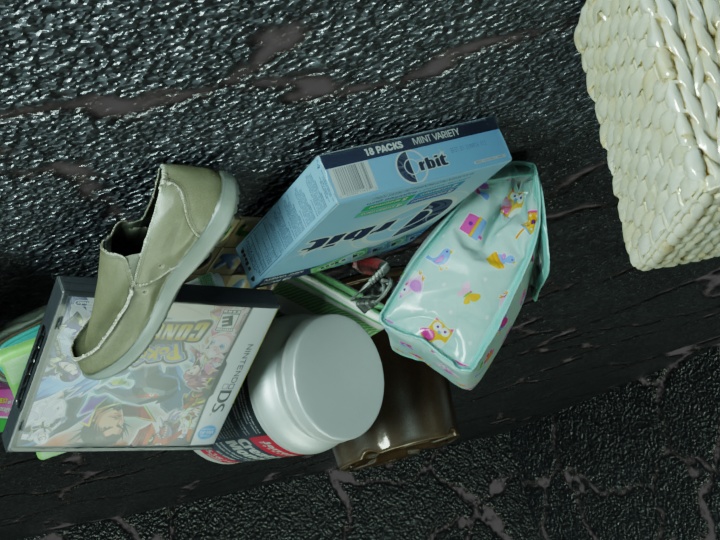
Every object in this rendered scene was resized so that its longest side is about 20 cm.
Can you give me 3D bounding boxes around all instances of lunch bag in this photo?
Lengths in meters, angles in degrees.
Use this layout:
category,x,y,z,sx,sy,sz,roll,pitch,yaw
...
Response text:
category,x,y,z,sx,sy,sz,roll,pitch,yaw
lunch bag,0.113,0.002,1.139,0.201,0.121,0.170,-59,170,-9

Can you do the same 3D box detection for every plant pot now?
category,x,y,z,sx,sy,sz,roll,pitch,yaw
plant pot,0.021,0.122,1.417,0.199,0.200,0.200,-15,165,-4

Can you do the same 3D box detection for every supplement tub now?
category,x,y,z,sx,sy,sz,roll,pitch,yaw
supplement tub,-0.088,0.121,1.221,0.140,0.141,0.199,-1,170,-45

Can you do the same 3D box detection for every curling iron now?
category,x,y,z,sx,sy,sz,roll,pitch,yaw
curling iron,0.000,0.000,1.149,0.050,0.026,0.200,-48,-166,2

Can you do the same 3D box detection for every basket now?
category,x,y,z,sx,sy,sz,roll,pitch,yaw
basket,0.238,-0.121,0.736,0.160,0.200,0.200,-12,166,0

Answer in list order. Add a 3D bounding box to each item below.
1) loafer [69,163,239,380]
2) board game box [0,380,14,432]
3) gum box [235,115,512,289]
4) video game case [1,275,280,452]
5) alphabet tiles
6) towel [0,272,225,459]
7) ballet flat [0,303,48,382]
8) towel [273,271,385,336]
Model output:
category,x,y,z,sx,sy,sz,roll,pitch,yaw
loafer,-0.170,-0.005,0.904,0.069,0.075,0.200,28,109,-26
board game box,-0.341,0.109,1.133,0.152,0.041,0.199,16,-174,33
gum box,0.006,-0.054,1.006,0.169,0.045,0.200,-16,169,-30
video game case,-0.189,0.087,1.034,0.199,0.026,0.181,5,127,-34
alphabet tiles,-0.146,0.026,1.088,0.167,0.008,0.200,0,134,-49
towel,-0.209,0.083,1.061,0.199,0.031,0.150,-19,136,-15
ballet flat,-0.250,0.040,1.096,0.199,0.068,0.064,-23,-159,-16
towel,-0.069,0.050,1.255,0.152,0.024,0.200,26,149,-19
